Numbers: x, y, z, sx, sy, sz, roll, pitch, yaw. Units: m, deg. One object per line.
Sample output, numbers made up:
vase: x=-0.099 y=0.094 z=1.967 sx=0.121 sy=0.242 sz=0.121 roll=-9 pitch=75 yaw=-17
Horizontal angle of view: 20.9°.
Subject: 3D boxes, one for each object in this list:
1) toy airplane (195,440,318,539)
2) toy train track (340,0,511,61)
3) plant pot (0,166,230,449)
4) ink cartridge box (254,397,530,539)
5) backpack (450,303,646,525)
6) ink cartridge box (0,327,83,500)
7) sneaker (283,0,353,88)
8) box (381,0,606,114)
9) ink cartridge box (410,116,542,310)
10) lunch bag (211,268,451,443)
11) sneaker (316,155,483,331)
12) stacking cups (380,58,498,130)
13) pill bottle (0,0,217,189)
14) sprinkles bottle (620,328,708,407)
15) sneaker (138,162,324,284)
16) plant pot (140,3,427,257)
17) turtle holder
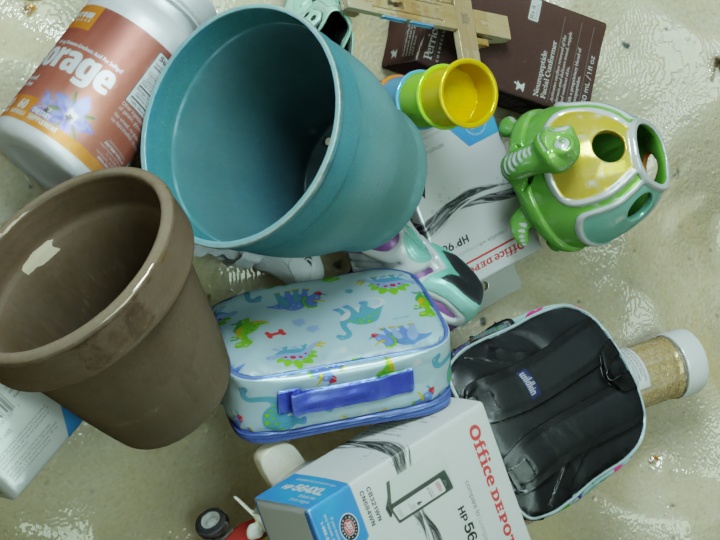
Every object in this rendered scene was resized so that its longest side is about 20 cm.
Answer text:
toy airplane: x=-0.034 y=0.239 z=1.687 sx=0.199 sy=0.141 sz=0.200 roll=12 pitch=120 yaw=-27
toy train track: x=0.053 y=-0.225 z=1.738 sx=0.199 sy=0.032 sz=0.115 roll=5 pitch=71 yaw=-42
plant pot: x=-0.189 y=0.047 z=1.538 sx=0.200 sy=0.200 sz=0.175 roll=-50 pitch=129 yaw=-18
ink cartridge box: x=0.031 y=0.211 z=1.616 sx=0.200 sy=0.084 sz=0.147 roll=-29 pitch=106 yaw=-32
backpack: x=0.152 y=0.131 z=1.762 sx=0.200 sy=0.150 sz=0.178 roll=-28 pitch=88 yaw=-30
ink cartridge box: x=-0.318 y=0.067 z=1.605 sx=0.200 sy=0.086 sz=0.147 roll=47 pitch=70 yaw=-20
sneaker: x=-0.022 y=-0.243 z=1.740 sx=0.074 sy=0.118 sz=0.201 roll=23 pitch=79 yaw=-24
box: x=0.128 y=-0.215 z=1.847 sx=0.199 sy=0.075 sz=0.101 roll=15 pitch=84 yaw=-25
ink cartridge box: x=0.093 y=-0.051 z=1.831 sx=0.116 sy=0.068 sz=0.201 roll=-28 pitch=104 yaw=-25
lunch bag: x=-0.028 y=0.073 z=1.655 sx=0.199 sy=0.161 sz=0.083 roll=-11 pitch=117 yaw=-12
sneaker: x=0.000 y=0.000 z=1.768 sx=0.200 sy=0.140 sz=0.078 roll=48 pitch=26 yaw=-1
stacking cups: x=0.043 y=-0.146 z=1.729 sx=0.060 sy=0.200 sz=0.061 roll=1 pitch=87 yaw=-30
pill bottle: x=-0.210 y=-0.162 z=1.645 sx=0.112 sy=0.112 sz=0.200 roll=41 pitch=72 yaw=-22
sprinkles bottle: x=0.246 y=0.113 z=1.915 sx=0.199 sy=0.068 sz=0.069 roll=-15 pitch=98 yaw=-26
sneaker: x=-0.132 y=-0.021 z=1.712 sx=0.200 sy=0.075 sz=0.115 roll=41 pitch=74 yaw=-17
plant pot: x=-0.048 y=-0.097 z=1.621 sx=0.188 sy=0.199 sz=0.201 roll=20 pitch=80 yaw=-54
turtle holder: x=0.201 y=-0.102 z=1.791 sx=0.186 sy=0.131 sz=0.141 roll=47 pitch=40 yaw=-40
